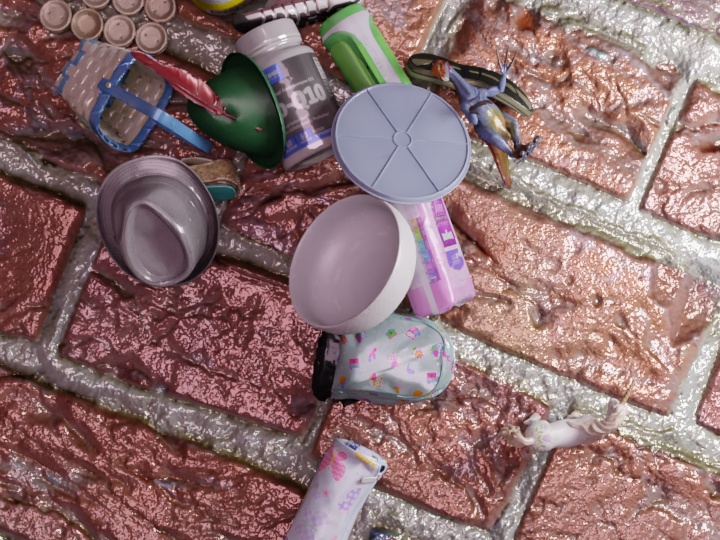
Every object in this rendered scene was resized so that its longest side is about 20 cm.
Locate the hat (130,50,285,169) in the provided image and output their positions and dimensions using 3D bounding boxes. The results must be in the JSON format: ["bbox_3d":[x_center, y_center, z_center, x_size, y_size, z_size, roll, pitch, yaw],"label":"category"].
[{"bbox_3d":[-0.227,-0.212,1.630,0.176,0.166,0.200,-24,90,-30],"label":"hat"}]

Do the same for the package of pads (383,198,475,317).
[{"bbox_3d":[0.095,-0.036,1.678,0.076,0.120,0.200,-19,88,20],"label":"package of pads"}]

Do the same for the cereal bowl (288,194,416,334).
[{"bbox_3d":[0.000,0.000,1.603,0.083,0.200,0.200,30,87,-42],"label":"cereal bowl"}]

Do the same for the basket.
[{"bbox_3d":[-0.320,-0.236,1.661,0.200,0.176,0.139,26,87,19],"label":"basket"}]

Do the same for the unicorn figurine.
[{"bbox_3d":[0.304,0.225,1.662,0.200,0.137,0.074,-24,88,-2],"label":"unicorn figurine"}]

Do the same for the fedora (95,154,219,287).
[{"bbox_3d":[-0.293,-0.056,1.657,0.176,0.090,0.200,-11,113,2],"label":"fedora"}]

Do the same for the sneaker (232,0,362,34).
[{"bbox_3d":[-0.104,-0.424,1.724,0.200,0.076,0.116,-14,83,-11],"label":"sneaker"}]

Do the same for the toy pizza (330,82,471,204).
[{"bbox_3d":[0.056,-0.175,1.620,0.200,0.032,0.201,4,63,-8],"label":"toy pizza"}]

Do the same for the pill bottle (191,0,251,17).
[{"bbox_3d":[-0.208,-0.438,1.652,0.109,0.200,0.110,0,87,-1],"label":"pill bottle"}]

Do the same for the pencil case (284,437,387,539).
[{"bbox_3d":[-0.037,0.343,1.681,0.091,0.083,0.200,27,89,23],"label":"pencil case"}]

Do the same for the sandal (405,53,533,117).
[{"bbox_3d":[0.161,-0.268,1.721,0.201,0.080,0.057,18,120,-1],"label":"sandal"}]

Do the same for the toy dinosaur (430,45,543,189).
[{"bbox_3d":[0.166,-0.219,1.657,0.181,0.200,0.105,36,44,10],"label":"toy dinosaur"}]

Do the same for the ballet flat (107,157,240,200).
[{"bbox_3d":[-0.278,-0.135,1.717,0.199,0.071,0.065,-2,60,-3],"label":"ballet flat"}]

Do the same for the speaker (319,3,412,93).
[{"bbox_3d":[0.020,-0.290,1.706,0.088,0.088,0.200,-31,89,-2],"label":"speaker"}]

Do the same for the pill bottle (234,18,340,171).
[{"bbox_3d":[-0.100,-0.257,1.690,0.114,0.114,0.200,-25,88,-1],"label":"pill bottle"}]

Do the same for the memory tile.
[{"bbox_3d":[-0.373,-0.412,1.742,0.200,0.017,0.154,13,88,-1],"label":"memory tile"}]

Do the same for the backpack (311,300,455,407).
[{"bbox_3d":[0.036,0.127,1.666,0.199,0.127,0.167,9,89,5],"label":"backpack"}]
